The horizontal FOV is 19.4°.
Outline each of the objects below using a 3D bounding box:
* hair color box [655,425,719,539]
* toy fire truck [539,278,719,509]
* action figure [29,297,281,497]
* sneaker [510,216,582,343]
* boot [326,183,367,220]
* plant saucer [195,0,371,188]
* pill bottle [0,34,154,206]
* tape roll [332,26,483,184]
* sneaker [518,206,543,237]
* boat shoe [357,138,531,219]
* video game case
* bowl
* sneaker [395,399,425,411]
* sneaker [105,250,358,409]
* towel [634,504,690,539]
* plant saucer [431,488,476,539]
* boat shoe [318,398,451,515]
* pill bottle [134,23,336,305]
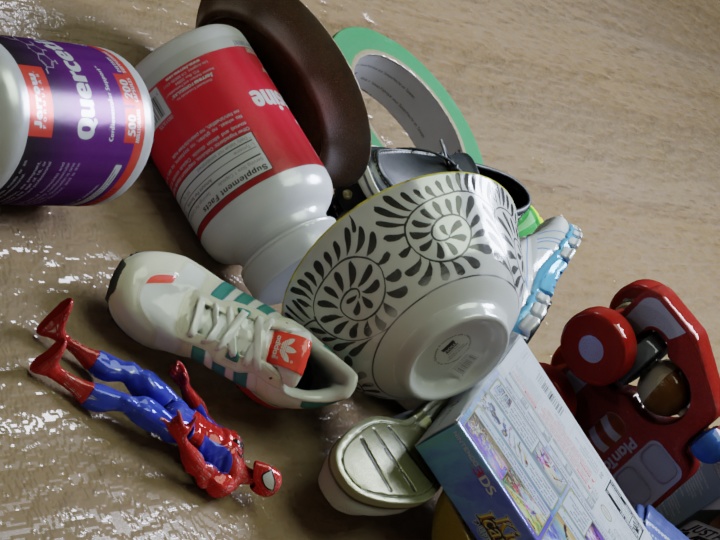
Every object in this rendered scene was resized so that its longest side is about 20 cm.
[{"bbox_3d":[0.325,0.189,1.849,0.099,0.200,0.061,23,37,-44],"label":"hair color box"},{"bbox_3d":[0.232,0.115,1.802,0.168,0.200,0.112,51,36,11],"label":"toy fire truck"},{"bbox_3d":[-0.128,0.095,1.401,0.200,0.052,0.066,40,23,-28],"label":"action figure"},{"bbox_3d":[0.126,-0.004,1.779,0.086,0.075,0.200,33,32,0],"label":"sneaker"},{"bbox_3d":[-0.001,0.001,1.704,0.154,0.073,0.203,60,17,21],"label":"boot"},{"bbox_3d":[-0.071,-0.146,1.692,0.032,0.200,0.201,-36,87,-29],"label":"plant saucer"},{"bbox_3d":[-0.234,-0.100,1.401,0.113,0.112,0.200,59,26,16],"label":"pill bottle"},{"bbox_3d":[0.028,-0.123,1.880,0.200,0.048,0.201,35,35,-29],"label":"tape roll"},{"bbox_3d":[0.115,-0.001,1.870,0.083,0.074,0.201,36,41,-25],"label":"sneaker"},{"bbox_3d":[0.070,-0.071,1.777,0.199,0.062,0.075,17,48,-44],"label":"boat shoe"},{"bbox_3d":[0.135,0.170,1.591,0.201,0.045,0.181,57,25,-5],"label":"video game case"},{"bbox_3d":[0.050,0.033,1.551,0.200,0.201,0.094,20,29,-48],"label":"bowl"},{"bbox_3d":[0.097,0.125,1.706,0.199,0.077,0.086,29,40,-36],"label":"sneaker"},{"bbox_3d":[-0.083,0.042,1.468,0.199,0.093,0.071,34,69,-38],"label":"sneaker"},{"bbox_3d":[0.265,0.293,1.698,0.145,0.024,0.200,40,33,-17],"label":"towel"},{"bbox_3d":[0.131,0.245,1.611,0.200,0.048,0.201,-12,74,-63],"label":"plant saucer"},{"bbox_3d":[0.020,0.147,1.550,0.075,0.068,0.200,58,28,10],"label":"boat shoe"},{"bbox_3d":[-0.092,-0.079,1.612,0.201,0.112,0.112,59,26,15],"label":"pill bottle"}]
